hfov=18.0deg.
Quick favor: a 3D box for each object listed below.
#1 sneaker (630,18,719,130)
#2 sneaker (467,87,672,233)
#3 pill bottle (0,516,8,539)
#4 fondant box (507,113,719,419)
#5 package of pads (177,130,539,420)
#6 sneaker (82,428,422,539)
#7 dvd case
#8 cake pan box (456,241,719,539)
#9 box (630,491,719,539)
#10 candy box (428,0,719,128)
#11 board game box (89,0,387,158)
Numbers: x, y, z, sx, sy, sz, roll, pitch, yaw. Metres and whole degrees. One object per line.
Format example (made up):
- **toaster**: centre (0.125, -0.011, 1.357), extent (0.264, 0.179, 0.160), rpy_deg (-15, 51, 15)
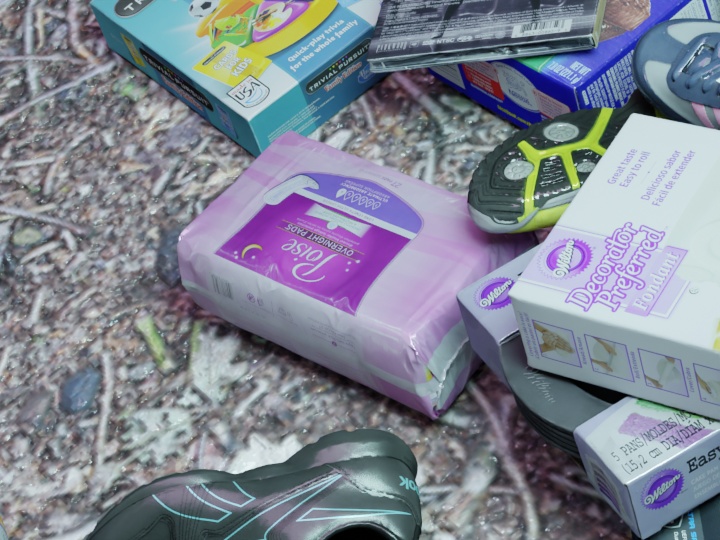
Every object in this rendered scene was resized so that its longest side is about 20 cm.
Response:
- **sneaker**: centre (0.219, -0.102, 1.226), extent (0.200, 0.082, 0.070), rpy_deg (27, 84, 38)
- **sneaker**: centre (0.150, -0.053, 1.312), extent (0.200, 0.077, 0.075), rpy_deg (-20, 39, -26)
- **pill bottle**: centre (-0.229, 0.215, 1.215), extent (0.112, 0.112, 0.200), rpy_deg (-23, 45, -1)
- **fondant box**: centre (0.197, 0.004, 1.153), extent (0.200, 0.058, 0.144), rpy_deg (14, 53, 33)
- **package of pads**: centre (0.000, 0.000, 1.353), extent (0.200, 0.076, 0.121), rpy_deg (23, 56, 35)
- **sneaker**: centre (-0.061, 0.148, 1.240), extent (0.199, 0.075, 0.079), rpy_deg (-19, 47, 3)
- **dvd case**: centre (0.093, -0.205, 1.446), extent (0.148, 0.016, 0.200), rpy_deg (-5, 47, 22)
- **cake pan box**: centre (0.173, 0.032, 1.212), extent (0.200, 0.052, 0.184), rpy_deg (-29, 41, -9)
- **box**: centre (0.218, 0.103, 1.195), extent (0.159, 0.046, 0.200), rpy_deg (-12, 45, 11)
- **candy box**: centre (0.158, -0.180, 1.461), extent (0.200, 0.077, 0.169), rpy_deg (-40, 46, -19)
- **board game box**: centre (-0.070, -0.173, 1.562), extent (0.151, 0.047, 0.200), rpy_deg (-38, 47, -16)
